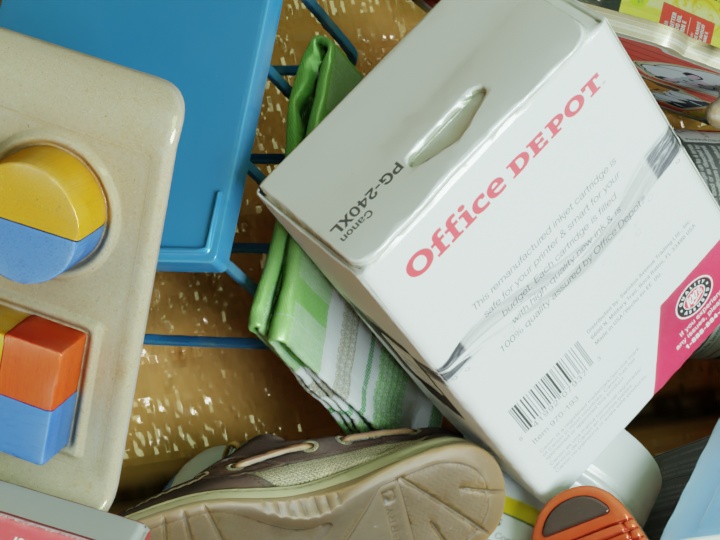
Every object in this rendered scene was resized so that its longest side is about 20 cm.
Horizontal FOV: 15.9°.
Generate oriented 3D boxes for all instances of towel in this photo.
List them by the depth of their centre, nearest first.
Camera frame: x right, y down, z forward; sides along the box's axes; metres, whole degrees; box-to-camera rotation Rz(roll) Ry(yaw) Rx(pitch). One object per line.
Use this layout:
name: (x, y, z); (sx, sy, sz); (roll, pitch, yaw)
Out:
towel: (0.000, 0.000, 1.191); (0.030, 0.200, 0.150); (0, 67, 22)

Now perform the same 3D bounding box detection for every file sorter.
file sorter: (-0.083, -0.076, 1.180); (0.138, 0.123, 0.201); (1, 69, 25)

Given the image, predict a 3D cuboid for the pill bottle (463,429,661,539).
pill bottle: (0.059, 0.162, 1.194); (0.114, 0.114, 0.201); (34, 65, -10)

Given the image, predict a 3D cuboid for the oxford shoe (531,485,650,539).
oxford shoe: (0.131, 0.187, 1.150); (0.201, 0.071, 0.073); (69, 19, -3)

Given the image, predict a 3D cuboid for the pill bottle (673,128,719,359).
pill bottle: (0.174, -0.013, 1.289); (0.199, 0.116, 0.117); (2, 74, -22)

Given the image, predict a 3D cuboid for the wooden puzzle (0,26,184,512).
wooden puzzle: (-0.178, -0.004, 1.087); (0.184, 0.046, 0.201); (18, 109, 15)

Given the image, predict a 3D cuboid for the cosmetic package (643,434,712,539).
cosmetic package: (0.158, 0.195, 1.242); (0.106, 0.090, 0.201); (29, 64, -16)

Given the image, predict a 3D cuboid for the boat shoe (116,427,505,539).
boat shoe: (-0.038, 0.110, 1.144); (0.199, 0.072, 0.073); (-17, 113, -10)

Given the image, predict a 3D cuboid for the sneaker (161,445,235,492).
sneaker: (-0.085, 0.167, 1.158); (0.072, 0.072, 0.201); (29, 65, -10)

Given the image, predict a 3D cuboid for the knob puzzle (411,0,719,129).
knob puzzle: (0.111, -0.099, 1.250); (0.218, 0.220, 0.031); (18, 88, -16)

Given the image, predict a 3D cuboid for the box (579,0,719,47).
box: (0.170, -0.131, 1.358); (0.199, 0.050, 0.076); (22, 67, -15)

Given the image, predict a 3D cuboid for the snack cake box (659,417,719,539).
snack cake box: (0.223, 0.090, 1.178); (0.115, 0.067, 0.200); (52, 47, -22)

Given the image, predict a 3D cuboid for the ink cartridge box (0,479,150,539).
ink cartridge box: (-0.183, 0.185, 1.053); (0.143, 0.084, 0.201); (16, 93, -1)

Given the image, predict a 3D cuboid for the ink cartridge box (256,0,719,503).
ink cartridge box: (0.068, -0.015, 1.109); (0.145, 0.083, 0.200); (-46, 137, -6)
